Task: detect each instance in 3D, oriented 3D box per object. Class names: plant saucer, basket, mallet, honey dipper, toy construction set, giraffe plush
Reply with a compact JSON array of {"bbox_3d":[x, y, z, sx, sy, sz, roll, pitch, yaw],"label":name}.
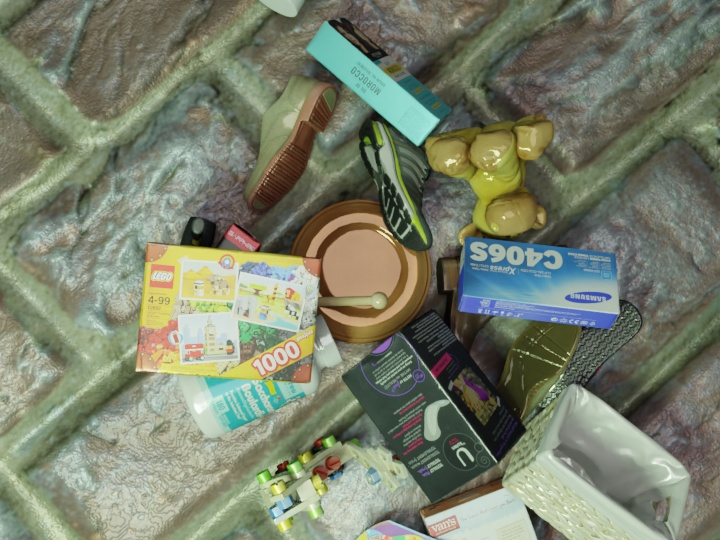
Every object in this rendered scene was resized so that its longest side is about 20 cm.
[{"bbox_3d":[0.000,0.000,1.137,0.200,0.037,0.200,0,86,-3],"label":"plant saucer"},{"bbox_3d":[0.301,0.270,1.074,0.200,0.123,0.136,37,47,0],"label":"basket"},{"bbox_3d":[-0.208,-0.035,1.044,0.041,0.200,0.066,17,90,-10],"label":"mallet"},{"bbox_3d":[-0.061,0.042,1.091,0.200,0.038,0.038,-1,86,20],"label":"honey dipper"},{"bbox_3d":[-0.044,0.260,1.057,0.200,0.131,0.092,-10,80,-31],"label":"toy construction set"},{"bbox_3d":[0.181,-0.112,1.104,0.172,0.200,0.162,-7,104,18],"label":"giraffe plush"}]

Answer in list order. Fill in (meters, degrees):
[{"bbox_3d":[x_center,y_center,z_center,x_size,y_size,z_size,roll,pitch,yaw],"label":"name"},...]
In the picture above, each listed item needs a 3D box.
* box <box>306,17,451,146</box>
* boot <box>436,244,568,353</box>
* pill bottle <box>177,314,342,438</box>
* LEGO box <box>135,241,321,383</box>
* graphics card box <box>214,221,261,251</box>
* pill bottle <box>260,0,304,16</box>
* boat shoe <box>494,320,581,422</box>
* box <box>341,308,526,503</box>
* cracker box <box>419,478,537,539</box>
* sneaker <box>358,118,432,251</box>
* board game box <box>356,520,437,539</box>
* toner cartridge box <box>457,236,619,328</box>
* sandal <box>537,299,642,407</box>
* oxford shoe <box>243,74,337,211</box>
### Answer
[{"bbox_3d":[0.027,-0.258,1.125,0.200,0.082,0.049,41,117,0],"label":"box"},{"bbox_3d":[0.211,0.061,1.139,0.200,0.064,0.187,-3,89,-9],"label":"boot"},{"bbox_3d":[-0.128,0.129,1.081,0.200,0.111,0.111,-25,88,-5],"label":"pill bottle"},{"bbox_3d":[-0.154,0.050,0.980,0.200,0.077,0.149,5,89,-10],"label":"LEGO box"},{"bbox_3d":[-0.204,0.034,1.075,0.051,0.125,0.200,37,83,-6],"label":"graphics card box"},{"bbox_3d":[-0.070,-0.451,1.124,0.112,0.112,0.200,30,85,-1],"label":"pill bottle"},{"bbox_3d":[0.229,0.141,1.112,0.073,0.063,0.201,30,94,22],"label":"boat shoe"},{"bbox_3d":[0.093,0.170,1.063,0.122,0.106,0.200,-41,81,33],"label":"box"},{"bbox_3d":[0.176,0.396,1.111,0.134,0.058,0.200,-19,88,-5],"label":"cracker box"},{"bbox_3d":[0.065,-0.120,1.117,0.081,0.074,0.200,-11,72,-20],"label":"sneaker"},{"bbox_3d":[0.064,0.422,1.073,0.200,0.039,0.158,19,99,15],"label":"board game box"},{"bbox_3d":[0.231,0.015,1.083,0.200,0.043,0.095,6,58,1],"label":"toner cartridge box"},{"bbox_3d":[0.301,0.119,1.138,0.200,0.045,0.075,-40,74,9],"label":"sandal"},{"bbox_3d":[-0.109,-0.175,1.136,0.074,0.071,0.200,29,85,24],"label":"oxford shoe"}]
